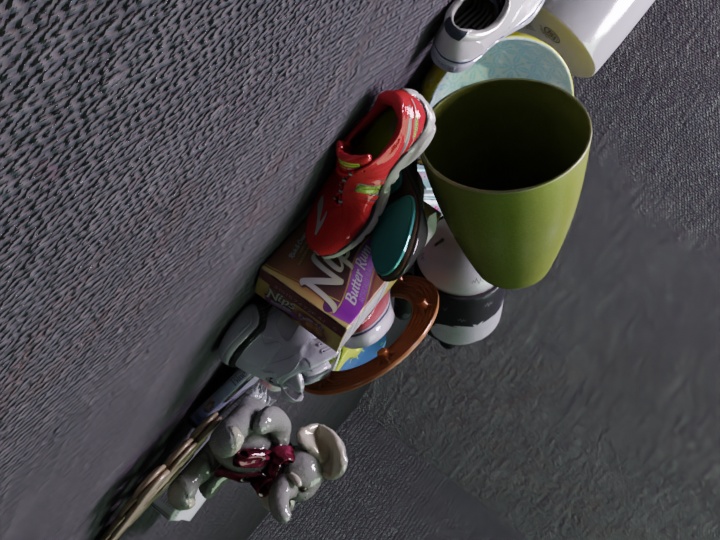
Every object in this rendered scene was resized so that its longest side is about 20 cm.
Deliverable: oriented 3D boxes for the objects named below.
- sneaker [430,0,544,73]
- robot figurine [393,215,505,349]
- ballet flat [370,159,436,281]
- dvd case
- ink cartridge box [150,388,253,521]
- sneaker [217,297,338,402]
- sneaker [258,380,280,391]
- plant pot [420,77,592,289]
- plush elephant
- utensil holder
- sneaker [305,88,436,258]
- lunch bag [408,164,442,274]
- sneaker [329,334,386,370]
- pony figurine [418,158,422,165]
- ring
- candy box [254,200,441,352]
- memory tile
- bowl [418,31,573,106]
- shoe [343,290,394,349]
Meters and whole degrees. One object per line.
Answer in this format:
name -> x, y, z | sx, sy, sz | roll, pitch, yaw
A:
sneaker -> 0.154, -0.293, 1.199 | 0.200, 0.073, 0.071 | -51, 175, -26
robot figurine -> 0.129, 0.014, 1.439 | 0.151, 0.124, 0.201 | -55, 159, -33
ballet flat -> 0.049, -0.068, 1.191 | 0.068, 0.068, 0.202 | -28, -131, 35
dvd case -> -0.123, 0.115, 1.366 | 0.200, 0.018, 0.143 | -44, 176, 4
ink cartridge box -> -0.206, 0.255, 1.535 | 0.201, 0.043, 0.174 | -53, 173, -11
sneaker -> -0.061, 0.054, 1.246 | 0.200, 0.115, 0.075 | -51, 173, -27
sneaker -> -0.063, 0.089, 1.552 | 0.105, 0.075, 0.200 | -53, 171, 35
plant pot -> 0.166, -0.080, 1.247 | 0.187, 0.186, 0.201 | -50, 147, -30
plush elephant -> -0.114, 0.242, 1.360 | 0.165, 0.155, 0.200 | -50, 179, 30
utensil holder -> 0.290, -0.367, 1.371 | 0.201, 0.169, 0.170 | -52, 173, -4
sneaker -> -0.006, -0.104, 1.133 | 0.201, 0.077, 0.085 | -57, 152, 14
lunch bag -> 0.089, -0.067, 1.482 | 0.199, 0.077, 0.161 | 0, 134, -38
sneaker -> 0.003, 0.059, 1.460 | 0.105, 0.076, 0.201 | 7, 123, -56
pony figurine -> 0.183, -0.190, 1.542 | 0.166, 0.198, 0.195 | -17, 128, -70
ring -> 0.003, 0.070, 1.306 | 0.199, 0.019, 0.201 | -27, -154, 14
candy box -> -0.012, -0.020, 1.220 | 0.200, 0.116, 0.057 | -49, 169, -34
memory tile -> -0.239, 0.250, 1.301 | 0.153, 0.017, 0.200 | -45, 176, -45
bowl -> 0.144, -0.204, 1.323 | 0.201, 0.199, 0.108 | -56, -145, 16
shoe -> 0.000, 0.000, 1.291 | 0.201, 0.071, 0.092 | -73, 148, -55
